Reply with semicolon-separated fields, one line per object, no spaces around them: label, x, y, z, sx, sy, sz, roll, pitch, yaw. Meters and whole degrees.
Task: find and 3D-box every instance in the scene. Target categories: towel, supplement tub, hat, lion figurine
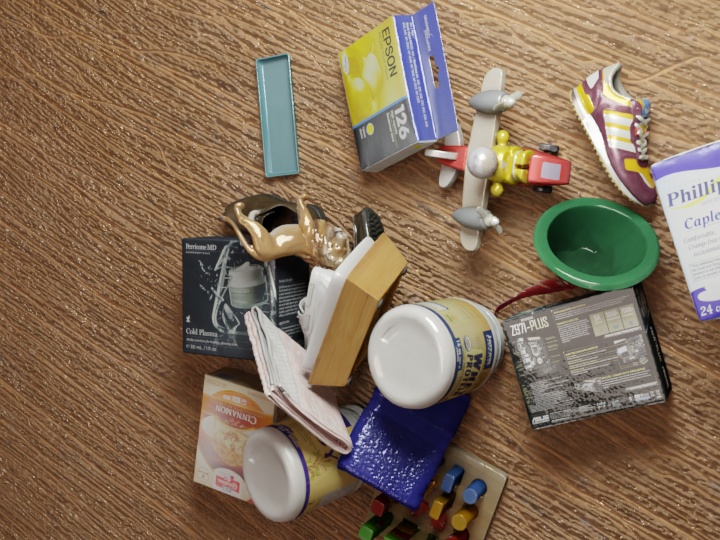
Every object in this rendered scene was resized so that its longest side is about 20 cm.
towel;0.068;0.252;1.305;0.146;0.050;0.202;27;69;7
towel;-0.095;0.165;1.279;0.032;0.191;0.201;-37;37;9
supplement tub;0.117;0.116;1.237;0.142;0.198;0.148;3;95;36
hat;0.322;0.010;1.223;0.199;0.165;0.178;33;149;30
supplement tub;-0.074;0.301;1.343;0.144;0.198;0.149;12;107;44
lion figurine;-0.117;-0.049;1.319;0.196;0.073;0.125;-12;75;-17

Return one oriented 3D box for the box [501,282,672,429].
box;0.324;0.121;1.206;0.197;0.086;0.167;-19;87;26

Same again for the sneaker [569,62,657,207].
sneaker;0.371;-0.188;1.161;0.090;0.075;0.202;-33;81;30

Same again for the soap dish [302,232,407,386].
soap dish;-0.007;0.064;1.257;0.080;0.158;0.202;27;123;9

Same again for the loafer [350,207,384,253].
loafer;0.000;0.000;1.364;0.070;0.073;0.205;0;95;24

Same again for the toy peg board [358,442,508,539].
toy peg board;0.103;0.380;1.335;0.197;0.097;0.203;24;105;22

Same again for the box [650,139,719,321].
box;0.461;-0.056;1.067;0.103;0.183;0.204;-19;87;27

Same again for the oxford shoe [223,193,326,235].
oxford shoe;-0.163;-0.093;1.433;0.196;0.084;0.074;3;98;28

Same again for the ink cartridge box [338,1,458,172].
ink cartridge box;0.052;-0.276;1.281;0.199;0.046;0.202;-21;77;53

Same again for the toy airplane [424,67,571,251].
toy airplane;0.181;-0.161;1.222;0.198;0.141;0.202;-37;79;25

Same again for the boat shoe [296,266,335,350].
boat shoe;-0.070;0.068;1.375;0.064;0.074;0.202;26;132;7

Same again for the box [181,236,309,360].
box;-0.196;0.044;1.442;0.196;0.123;0.201;2;94;26

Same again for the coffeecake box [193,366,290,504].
coffeecake box;-0.209;0.294;1.497;0.151;0.073;0.204;12;101;24

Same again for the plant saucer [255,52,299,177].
plant saucer;-0.140;-0.265;1.442;0.069;0.019;0.205;-3;92;27
